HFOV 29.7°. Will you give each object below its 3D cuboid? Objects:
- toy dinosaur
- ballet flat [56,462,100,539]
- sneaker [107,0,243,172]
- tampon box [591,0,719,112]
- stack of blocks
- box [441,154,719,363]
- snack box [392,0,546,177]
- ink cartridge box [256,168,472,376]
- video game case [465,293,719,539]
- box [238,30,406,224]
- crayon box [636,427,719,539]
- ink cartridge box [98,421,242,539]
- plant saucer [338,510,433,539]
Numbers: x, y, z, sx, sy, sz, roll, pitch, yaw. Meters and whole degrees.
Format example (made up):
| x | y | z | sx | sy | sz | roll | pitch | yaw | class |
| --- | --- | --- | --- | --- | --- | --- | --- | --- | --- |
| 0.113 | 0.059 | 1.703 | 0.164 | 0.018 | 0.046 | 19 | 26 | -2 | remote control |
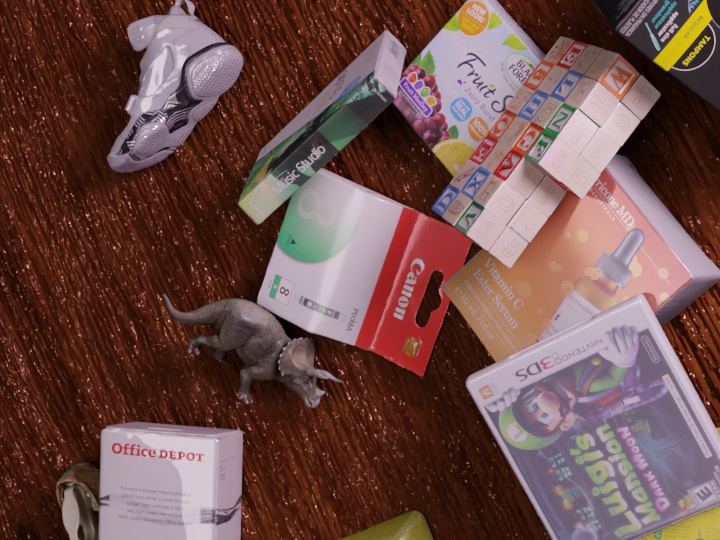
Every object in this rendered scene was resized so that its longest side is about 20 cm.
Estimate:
| x | y | z | sx | sy | sz | roll | pitch | yaw | class |
| --- | --- | --- | --- | --- | --- | --- | --- | --- | --- |
| -0.119 | 0.073 | 1.453 | 0.200 | 0.077 | 0.102 | 43 | 114 | -5 | toy dinosaur |
| -0.311 | 0.325 | 1.582 | 0.070 | 0.065 | 0.202 | -27 | 78 | 24 | ballet flat |
| -0.229 | -0.208 | 1.526 | 0.200 | 0.075 | 0.115 | -43 | 71 | 17 | sneaker |
| 0.321 | -0.219 | 1.139 | 0.199 | 0.127 | 0.150 | 32 | 110 | -15 | tampon box |
| 0.162 | -0.105 | 1.210 | 0.201 | 0.058 | 0.115 | -53 | 25 | 3 | stack of blocks |
| 0.205 | 0.011 | 1.269 | 0.200 | 0.106 | 0.153 | -44 | 71 | 22 | box |
| 0.137 | -0.152 | 1.335 | 0.142 | 0.053 | 0.200 | -46 | 71 | 20 | snack box |
| 0.000 | 0.000 | 1.417 | 0.199 | 0.050 | 0.162 | 26 | 103 | 28 | ink cartridge box |
| 0.218 | 0.147 | 1.215 | 0.181 | 0.023 | 0.201 | -28 | 97 | 22 | video game case |
| -0.038 | -0.147 | 1.384 | 0.036 | 0.145 | 0.200 | 41 | 114 | -14 | box |
| 0.291 | 0.242 | 1.257 | 0.126 | 0.051 | 0.202 | 0 | 91 | 28 | crayon box |
| -0.210 | 0.273 | 1.503 | 0.144 | 0.084 | 0.202 | 3 | 91 | 17 | ink cartridge box |
| 0.008 | 0.378 | 1.417 | 0.199 | 0.048 | 0.201 | -26 | 78 | 26 | plant saucer |
